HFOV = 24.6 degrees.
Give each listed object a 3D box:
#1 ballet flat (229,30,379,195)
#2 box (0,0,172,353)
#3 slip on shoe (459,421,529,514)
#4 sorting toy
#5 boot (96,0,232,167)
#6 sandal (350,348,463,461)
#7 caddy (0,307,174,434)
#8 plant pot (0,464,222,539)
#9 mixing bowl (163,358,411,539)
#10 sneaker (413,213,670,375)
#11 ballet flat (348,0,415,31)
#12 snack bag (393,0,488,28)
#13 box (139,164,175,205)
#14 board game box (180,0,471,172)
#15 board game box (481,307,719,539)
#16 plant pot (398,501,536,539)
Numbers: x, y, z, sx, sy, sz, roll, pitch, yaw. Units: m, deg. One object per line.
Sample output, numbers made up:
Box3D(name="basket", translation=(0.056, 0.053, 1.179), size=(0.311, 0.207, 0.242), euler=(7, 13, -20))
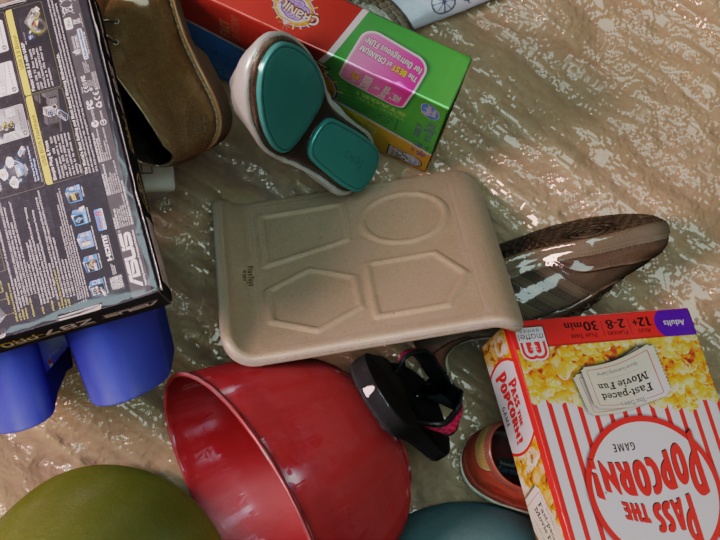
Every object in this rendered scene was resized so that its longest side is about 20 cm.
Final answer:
Box3D(name="ballet flat", translation=(-0.051, -0.107, 1.115), size=(0.069, 0.200, 0.070), euler=(-7, 69, 20))
Box3D(name="box", translation=(-0.214, -0.056, 0.995), size=(0.160, 0.049, 0.202), euler=(-16, 80, -1))
Box3D(name="slip on shoe", translation=(0.169, 0.149, 1.159), size=(0.198, 0.061, 0.075), euler=(14, 67, 0))
Box3D(name="sorting toy", translation=(0.000, 0.000, 1.137), size=(0.198, 0.186, 0.037), euler=(-5, 125, -4))
Box3D(name="boot", translation=(-0.158, -0.158, 1.058), size=(0.073, 0.075, 0.201), euler=(-27, 98, 35))
Box3D(name="sandal", translation=(0.040, 0.083, 1.096), size=(0.045, 0.200, 0.075), euler=(-35, 78, 5))
Box3D(name="caddy", translation=(-0.200, 0.029, 1.105), size=(0.140, 0.200, 0.106), euler=(-16, 101, -2))
Box3D(name="plant pot", translation=(-0.188, 0.226, 1.063), size=(0.185, 0.200, 0.189), euler=(0, 87, 6))
Box3D(name="mixing bowl", translation=(-0.036, 0.134, 1.109), size=(0.108, 0.200, 0.201), euler=(-28, 85, -25))
Box3D(name="sneaker", translation=(0.129, 0.015, 1.185), size=(0.198, 0.070, 0.076), euler=(-15, 103, 0))
Box3D(name="ballet flat", translation=(-0.053, -0.192, 1.184), size=(0.199, 0.068, 0.046), euler=(28, 41, 9))
Box3D(name="snack bag", translation=(0.047, -0.279, 1.182), size=(0.187, 0.021, 0.202), euler=(-20, 115, -4))
Box3D(name="box", translation=(-0.239, -0.104, 1.122), size=(0.198, 0.109, 0.129), euler=(-3, 82, -26))
Box3D(name="board game box", translation=(-0.029, -0.146, 1.144), size=(0.198, 0.153, 0.041), euler=(25, 77, 2))
Box3D(name="board game box", translation=(0.180, 0.129, 1.110), size=(0.150, 0.046, 0.202), euler=(-4, 65, -25))
Box3D(name="plant pot", translation=(0.077, 0.259, 1.112), size=(0.198, 0.135, 0.202), euler=(0, 83, -1))
